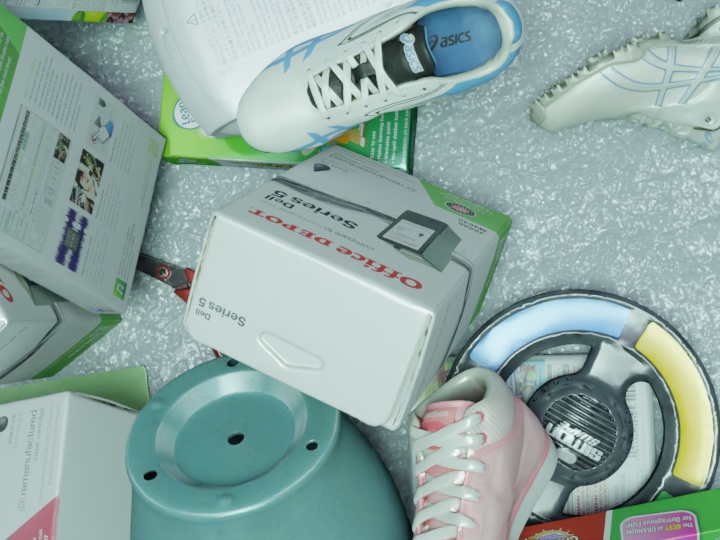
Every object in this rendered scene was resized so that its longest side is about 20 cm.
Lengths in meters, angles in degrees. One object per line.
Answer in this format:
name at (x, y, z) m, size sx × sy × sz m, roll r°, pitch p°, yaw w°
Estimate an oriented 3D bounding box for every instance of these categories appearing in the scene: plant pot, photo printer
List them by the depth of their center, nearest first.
plant pot at (-0.063, 0.165, 0.695) m, size 0.199 × 0.201 × 0.189 m, roll -7°, pitch 129°, yaw 7°
photo printer at (-0.055, -0.196, 0.769) m, size 0.199 × 0.069 × 0.167 m, roll -22°, pitch 87°, yaw 7°

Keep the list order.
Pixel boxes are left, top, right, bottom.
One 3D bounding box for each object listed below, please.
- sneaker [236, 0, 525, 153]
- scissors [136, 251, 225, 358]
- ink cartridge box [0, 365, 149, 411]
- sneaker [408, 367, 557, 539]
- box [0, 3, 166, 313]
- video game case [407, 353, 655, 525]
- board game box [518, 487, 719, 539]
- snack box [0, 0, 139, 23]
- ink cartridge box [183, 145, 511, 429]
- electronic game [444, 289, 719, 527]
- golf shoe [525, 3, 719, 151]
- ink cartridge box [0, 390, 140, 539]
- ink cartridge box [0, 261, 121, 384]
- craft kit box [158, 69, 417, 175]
sneaker at (0.010, -0.132, 0.693) m, size 0.199 × 0.072 × 0.072 m, roll -21°, pitch 91°, yaw 4°
scissors at (-0.141, 0.001, 0.845) m, size 0.200 × 0.014 × 0.073 m, roll 39°, pitch 96°, yaw 8°
ink cartridge box at (-0.226, 0.185, 0.832) m, size 0.145 × 0.048 × 0.201 m, roll -9°, pitch 89°, yaw 8°
sneaker at (0.054, 0.145, 0.662) m, size 0.075 × 0.200 × 0.105 m, roll -10°, pitch 124°, yaw 39°
box at (-0.213, -0.071, 0.713) m, size 0.036 × 0.200 × 0.145 m, roll -2°, pitch 66°, yaw 26°
video game case at (0.127, 0.163, 0.797) m, size 0.181 × 0.022 × 0.201 m, roll -2°, pitch 89°, yaw 7°
board game box at (0.167, 0.241, 0.743) m, size 0.199 × 0.040 × 0.154 m, roll -14°, pitch 115°, yaw 9°
snack box at (-0.274, -0.245, 0.759) m, size 0.168 × 0.200 × 0.068 m, roll 36°, pitch 117°, yaw 19°
ink cartridge box at (0.000, 0.000, 0.695) m, size 0.145 × 0.200 × 0.084 m, roll 24°, pitch 114°, yaw 11°
electronic game at (0.154, 0.114, 0.762) m, size 0.199 × 0.042 × 0.201 m, roll 0°, pitch 89°, yaw 7°
golf shoe at (0.223, -0.126, 0.771) m, size 0.199 × 0.078 × 0.098 m, roll -20°, pitch 91°, yaw 8°
ink cartridge box at (-0.254, 0.174, 0.750) m, size 0.199 × 0.085 × 0.146 m, roll -14°, pitch 64°, yaw 30°
ink cartridge box at (-0.275, 0.003, 0.767) m, size 0.084 × 0.200 × 0.146 m, roll -36°, pitch 84°, yaw 5°
craft kit box at (-0.050, -0.178, 0.824) m, size 0.196 × 0.049 × 0.201 m, roll 4°, pitch 88°, yaw 11°
